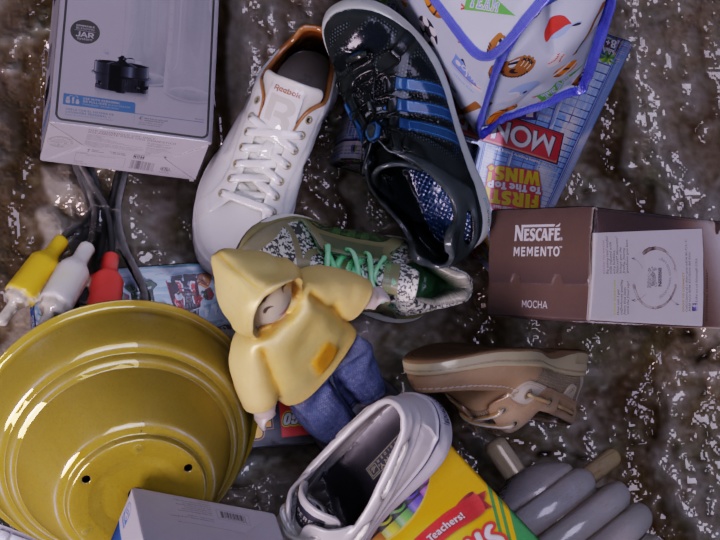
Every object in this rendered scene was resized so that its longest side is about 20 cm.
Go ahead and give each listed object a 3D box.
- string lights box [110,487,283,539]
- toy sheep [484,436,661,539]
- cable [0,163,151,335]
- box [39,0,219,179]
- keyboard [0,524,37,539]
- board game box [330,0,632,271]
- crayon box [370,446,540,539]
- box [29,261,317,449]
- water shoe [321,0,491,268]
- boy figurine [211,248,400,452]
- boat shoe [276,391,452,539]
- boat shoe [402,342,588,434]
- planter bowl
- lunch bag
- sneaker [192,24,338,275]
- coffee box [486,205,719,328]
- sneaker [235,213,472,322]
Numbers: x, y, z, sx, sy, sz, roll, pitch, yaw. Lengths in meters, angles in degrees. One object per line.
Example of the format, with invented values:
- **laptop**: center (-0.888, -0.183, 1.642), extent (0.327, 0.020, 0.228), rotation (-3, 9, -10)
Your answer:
- **string lights box**: center (-0.132, 0.244, 1.048), extent (0.102, 0.059, 0.200), rotation (14, 114, -24)
- **toy sheep**: center (0.156, 0.203, 1.161), extent (0.138, 0.138, 0.200), rotation (-35, 77, -17)
- **cable**: center (-0.178, -0.031, 1.115), extent (0.097, 0.050, 0.201), rotation (14, 60, -3)
- **box**: center (-0.162, -0.172, 1.147), extent (0.116, 0.060, 0.201), rotation (7, 66, -13)
- **keyboard**: center (-0.178, 0.236, 1.125), extent (0.199, 0.011, 0.056), rotation (23, 76, -10)
- **board game box**: center (0.088, -0.104, 1.225), extent (0.199, 0.062, 0.201), rotation (16, 77, -12)
- **crayon box**: center (0.040, 0.189, 1.108), extent (0.127, 0.051, 0.200), rotation (-43, 59, -4)
- **box**: center (-0.131, 0.065, 1.149), extent (0.199, 0.040, 0.137), rotation (-5, 82, -16)
- **water shoe**: center (0.029, -0.098, 1.125), extent (0.200, 0.071, 0.079), rotation (60, 30, -6)
- **boy figurine**: center (-0.033, 0.047, 1.068), extent (0.124, 0.064, 0.200), rotation (-41, 136, -10)
- **boat shoe**: center (-0.020, 0.160, 1.060), extent (0.200, 0.066, 0.072), rotation (-47, 60, 16)
- **boat shoe**: center (0.103, 0.086, 1.153), extent (0.200, 0.071, 0.065), rotation (5, 87, -50)
- **planter bowl**: center (-0.154, 0.126, 1.058), extent (0.200, 0.084, 0.201), rotation (-9, 121, -15)
- **lunch bag**: center (0.090, -0.214, 1.112), extent (0.124, 0.200, 0.170), rotation (-27, 73, -15)
- **sneaker**: center (-0.070, -0.092, 1.154), extent (0.073, 0.085, 0.201), rotation (19, 67, 3)
- **coffee box**: center (0.203, 0.000, 1.175), extent (0.199, 0.113, 0.080), rotation (4, 89, -35)
- **sneaker**: center (0.000, 0.000, 1.133), extent (0.200, 0.088, 0.077), rotation (1, 91, -41)
